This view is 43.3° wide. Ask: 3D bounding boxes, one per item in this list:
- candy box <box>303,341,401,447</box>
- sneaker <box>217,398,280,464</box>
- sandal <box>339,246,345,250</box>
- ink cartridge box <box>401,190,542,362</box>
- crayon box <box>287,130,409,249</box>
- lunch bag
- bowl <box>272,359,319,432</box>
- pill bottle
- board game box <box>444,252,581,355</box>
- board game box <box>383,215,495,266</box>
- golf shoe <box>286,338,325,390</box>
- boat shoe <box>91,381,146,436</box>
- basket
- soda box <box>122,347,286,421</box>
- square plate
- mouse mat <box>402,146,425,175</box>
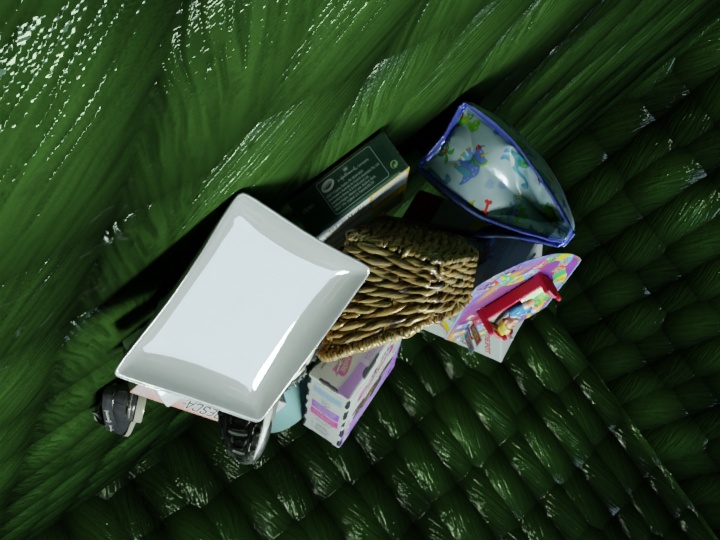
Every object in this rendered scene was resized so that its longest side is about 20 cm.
[{"bbox_3d":[-0.008,0.147,1.344,0.168,0.071,0.201,-53,167,-27],"label":"candy box"},{"bbox_3d":[-0.107,0.121,1.041,0.073,0.203,0.079,3,167,36],"label":"sneaker"},{"bbox_3d":[0.001,0.001,1.190,0.203,0.060,0.079,5,-176,-4],"label":"sandal"},{"bbox_3d":[0.147,0.008,1.315,0.145,0.198,0.146,-57,155,-27],"label":"ink cartridge box"},{"bbox_3d":[-0.010,-0.080,1.028,0.125,0.052,0.200,-37,175,-2],"label":"crayon box"},{"bbox_3d":[0.185,-0.104,1.140,0.128,0.199,0.170,-54,172,14],"label":"lunch bag"},{"bbox_3d":[-0.166,0.145,1.398,0.200,0.202,0.105,-37,155,13],"label":"bowl"},{"bbox_3d":[-0.142,0.050,0.947,0.199,0.112,0.111,-36,175,-13],"label":"pill bottle"},{"bbox_3d":[0.197,0.051,1.131,0.156,0.039,0.201,-14,154,-21],"label":"board game box"},{"bbox_3d":[0.070,-0.044,1.197,0.135,0.197,0.035,-19,119,-70],"label":"board game box"},{"bbox_3d":[-0.087,0.068,1.258,0.202,0.094,0.078,-61,-156,1],"label":"golf shoe"},{"bbox_3d":[-0.343,0.189,1.278,0.062,0.074,0.200,12,161,-19],"label":"boat shoe"},{"bbox_3d":[0.054,0.032,1.035,0.200,0.141,0.151,-29,133,-75],"label":"basket"},{"bbox_3d":[-0.181,0.128,1.075,0.068,0.064,0.199,-40,139,19],"label":"soda box"},{"bbox_3d":[-0.108,0.040,0.864,0.197,0.028,0.201,30,99,-47],"label":"square plate"},{"bbox_3d":[0.009,-0.100,1.240,0.199,0.008,0.161,-38,175,8],"label":"mouse mat"}]
